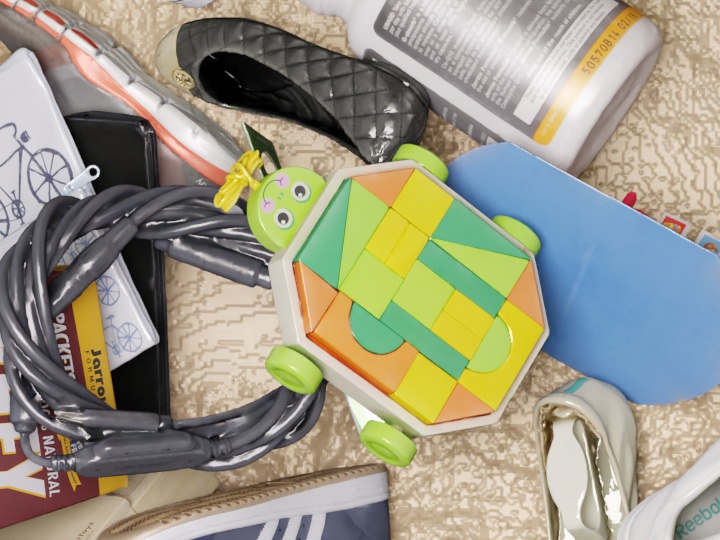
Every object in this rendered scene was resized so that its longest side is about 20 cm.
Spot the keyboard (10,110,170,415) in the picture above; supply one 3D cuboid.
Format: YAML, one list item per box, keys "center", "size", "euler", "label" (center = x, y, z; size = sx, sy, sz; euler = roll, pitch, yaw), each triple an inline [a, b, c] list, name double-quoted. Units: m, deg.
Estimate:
- center: [-0.157, -0.001, 1.781]
  size: [0.104, 0.040, 0.200]
  euler: [6, 107, 22]
  label: "keyboard"

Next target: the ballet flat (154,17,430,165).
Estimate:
- center: [-0.048, -0.105, 1.741]
  size: [0.200, 0.066, 0.057]
  euler: [17, 61, 37]
  label: "ballet flat"

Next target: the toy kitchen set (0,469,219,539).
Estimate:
- center: [-0.171, 0.219, 1.780]
  size: [0.163, 0.180, 0.200]
  euler: [6, 49, 47]
  label: "toy kitchen set"

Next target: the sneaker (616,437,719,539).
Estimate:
- center: [0.234, 0.105, 1.683]
  size: [0.075, 0.088, 0.200]
  euler: [45, 75, 4]
  label: "sneaker"

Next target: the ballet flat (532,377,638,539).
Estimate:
- center: [0.133, 0.162, 1.726]
  size: [0.069, 0.069, 0.200]
  euler: [-9, 85, 9]
  label: "ballet flat"

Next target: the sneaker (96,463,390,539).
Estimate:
- center: [-0.057, 0.179, 1.709]
  size: [0.070, 0.200, 0.109]
  euler: [-6, 93, 51]
  label: "sneaker"

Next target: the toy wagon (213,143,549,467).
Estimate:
- center: [0.008, 0.005, 1.646]
  size: [0.200, 0.040, 0.155]
  euler: [38, 68, -15]
  label: "toy wagon"

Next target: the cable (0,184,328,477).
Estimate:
- center: [-0.103, 0.031, 1.652]
  size: [0.200, 0.051, 0.163]
  euler: [-6, 77, -18]
  label: "cable"

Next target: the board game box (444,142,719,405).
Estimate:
- center: [0.134, -0.007, 1.715]
  size: [0.200, 0.158, 0.039]
  euler: [29, 55, 10]
  label: "board game box"

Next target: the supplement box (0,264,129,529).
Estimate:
- center: [-0.276, 0.080, 1.684]
  size: [0.197, 0.200, 0.133]
  euler: [-1, 100, 45]
  label: "supplement box"

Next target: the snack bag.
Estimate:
- center: [-0.218, -0.012, 1.771]
  size: [0.189, 0.021, 0.200]
  euler: [-28, 82, 38]
  label: "snack bag"

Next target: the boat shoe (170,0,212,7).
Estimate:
- center: [-0.077, -0.251, 1.762]
  size: [0.199, 0.068, 0.074]
  euler: [-53, 51, 16]
  label: "boat shoe"

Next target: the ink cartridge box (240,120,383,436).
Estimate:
- center: [0.000, 0.000, 1.737]
  size: [0.059, 0.104, 0.200]
  euler: [-23, 83, 7]
  label: "ink cartridge box"

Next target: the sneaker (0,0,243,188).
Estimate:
- center: [-0.164, -0.094, 1.787]
  size: [0.200, 0.077, 0.082]
  euler: [39, 101, 10]
  label: "sneaker"

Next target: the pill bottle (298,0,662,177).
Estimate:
- center: [0.065, -0.145, 1.727]
  size: [0.200, 0.116, 0.116]
  euler: [35, 93, 9]
  label: "pill bottle"
